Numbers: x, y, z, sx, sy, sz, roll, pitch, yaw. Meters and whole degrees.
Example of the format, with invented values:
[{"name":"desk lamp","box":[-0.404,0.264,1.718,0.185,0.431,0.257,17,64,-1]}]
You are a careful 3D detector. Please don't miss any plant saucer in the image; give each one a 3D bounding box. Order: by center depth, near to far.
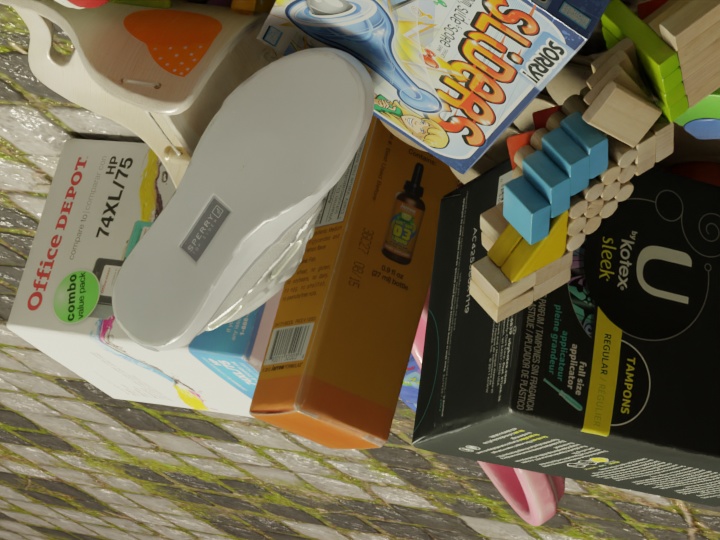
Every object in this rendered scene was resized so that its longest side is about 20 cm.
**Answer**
[{"name":"plant saucer","box":[0.084,0.073,1.460,0.201,0.051,0.201,58,174,9]}]

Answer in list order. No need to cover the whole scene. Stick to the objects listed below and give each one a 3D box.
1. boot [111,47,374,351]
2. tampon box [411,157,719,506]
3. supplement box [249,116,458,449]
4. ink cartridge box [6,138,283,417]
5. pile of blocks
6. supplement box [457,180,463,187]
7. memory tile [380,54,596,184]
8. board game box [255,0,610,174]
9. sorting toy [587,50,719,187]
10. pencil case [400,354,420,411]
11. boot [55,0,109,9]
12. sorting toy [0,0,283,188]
[{"name":"boot","box":[-0.050,-0.042,1.165,0.074,0.200,0.095,48,-156,10]},{"name":"tampon box","box":[0.149,0.035,1.192,0.198,0.151,0.126,12,164,-20]},{"name":"supplement box","box":[0.000,0.000,1.284,0.066,0.202,0.069,24,165,-26]},{"name":"ink cartridge box","box":[-0.109,0.008,1.501,0.199,0.148,0.146,5,161,30]},{"name":"pile of blocks","box":[0.105,-0.072,1.044,0.062,0.200,0.082,47,-166,34]},{"name":"supplement box","box":[0.144,-0.004,1.375,0.199,0.061,0.109,21,164,-19]},{"name":"memory tile","box":[0.054,-0.104,1.161,0.153,0.017,0.200,34,160,-8]},{"name":"board game box","box":[0.031,-0.126,1.069,0.135,0.035,0.200,33,159,-3]},{"name":"sorting toy","box":[0.191,-0.069,1.174,0.184,0.037,0.199,29,159,-35]},{"name":"pencil case","box":[0.057,0.075,1.672,0.086,0.079,0.200,-17,149,21]},{"name":"boot","box":[-0.089,-0.160,1.050,0.143,0.073,0.200,27,161,3]},{"name":"sorting toy","box":[-0.129,-0.117,1.232,0.179,0.108,0.200,18,165,18]}]
